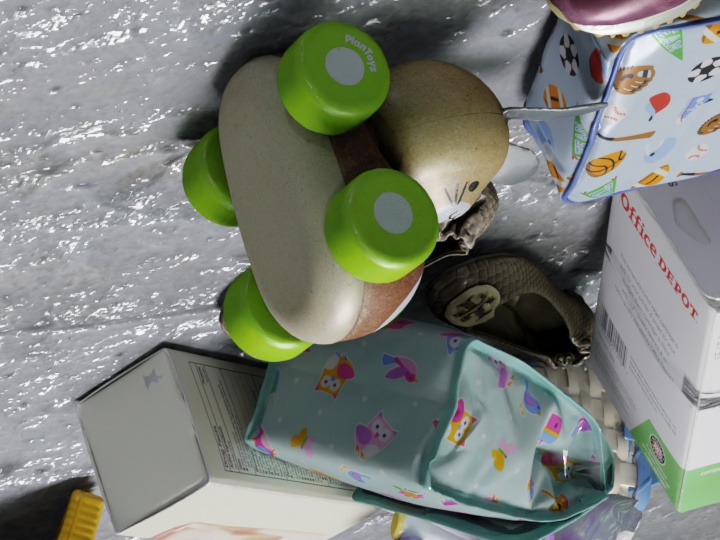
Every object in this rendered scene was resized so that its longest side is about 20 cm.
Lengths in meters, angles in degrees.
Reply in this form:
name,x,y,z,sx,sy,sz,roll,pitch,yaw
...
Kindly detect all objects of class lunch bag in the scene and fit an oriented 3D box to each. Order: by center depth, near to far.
name,x,y,z,sx,sy,sz,roll,pitch,yaw
lunch bag,0.184,-0.119,1.484,0.160,0.076,0.200,-16,155,-18
lunch bag,0.052,0.104,1.701,0.170,0.122,0.200,11,171,40

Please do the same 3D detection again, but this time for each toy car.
name,x,y,z,sx,sy,sz,roll,pitch,yaw
toy car,0.032,-0.051,1.405,0.200,0.158,0.164,-11,166,-29

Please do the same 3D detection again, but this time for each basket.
name,x,y,z,sx,sy,sz,roll,pitch,yaw
basket,0.161,0.136,1.917,0.200,0.139,0.176,3,162,-30

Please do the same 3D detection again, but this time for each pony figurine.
name,x,y,z,sx,sy,sz,roll,pitch,yaw
pony figurine,0.109,0.210,1.784,0.200,0.167,0.193,17,-175,-8

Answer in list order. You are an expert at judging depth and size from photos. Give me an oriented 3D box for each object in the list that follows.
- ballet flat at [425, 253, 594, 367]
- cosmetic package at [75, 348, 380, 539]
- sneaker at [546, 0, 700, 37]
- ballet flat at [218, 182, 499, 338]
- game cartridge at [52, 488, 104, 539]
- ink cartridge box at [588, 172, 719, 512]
name,x,y,z,sx,sy,sz,roll,pitch,yaw
ballet flat,0.108,0.032,1.759,0.067,0.046,0.200,-29,156,20
cosmetic package,-0.086,0.125,1.750,0.087,0.103,0.200,-31,154,26
sneaker,0.181,-0.194,1.332,0.200,0.075,0.090,-27,149,-3
ballet flat,0.000,0.000,1.618,0.200,0.046,0.067,-28,155,16
game cartridge,-0.230,0.271,1.846,0.032,0.200,0.176,16,147,-8
ink cartridge box,0.221,0.033,1.690,0.084,0.146,0.200,-14,139,-16
